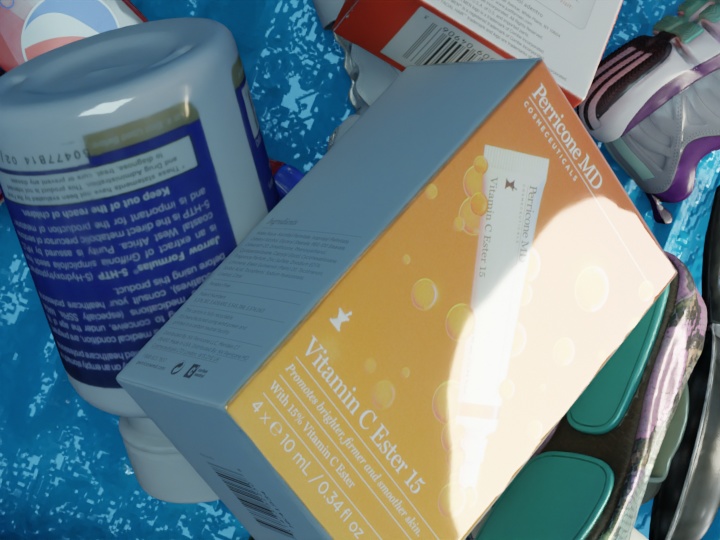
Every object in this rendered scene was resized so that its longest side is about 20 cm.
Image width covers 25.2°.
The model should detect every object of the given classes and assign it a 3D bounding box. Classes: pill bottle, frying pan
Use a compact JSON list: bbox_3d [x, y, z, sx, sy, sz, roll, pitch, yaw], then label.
[{"bbox_3d":[-0.089,-0.002,0.735,0.119,0.120,0.202,-15,112,0],"label":"pill bottle"},{"bbox_3d":[0.170,0.059,0.803,0.031,0.116,0.191,15,45,6],"label":"frying pan"}]

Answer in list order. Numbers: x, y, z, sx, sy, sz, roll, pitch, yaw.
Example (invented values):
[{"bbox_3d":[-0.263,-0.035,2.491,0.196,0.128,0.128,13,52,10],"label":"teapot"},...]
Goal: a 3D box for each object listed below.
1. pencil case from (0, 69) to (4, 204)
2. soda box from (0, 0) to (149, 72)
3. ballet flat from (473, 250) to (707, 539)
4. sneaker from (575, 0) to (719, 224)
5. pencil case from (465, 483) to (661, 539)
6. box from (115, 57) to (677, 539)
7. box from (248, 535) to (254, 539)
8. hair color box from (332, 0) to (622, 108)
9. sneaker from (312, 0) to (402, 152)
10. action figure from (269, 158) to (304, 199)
[{"bbox_3d":[-0.246,-0.024,0.801,0.200,0.091,0.094,-44,115,2],"label":"pencil case"},{"bbox_3d":[-0.164,-0.134,0.810,0.200,0.063,0.070,45,90,0],"label":"soda box"},{"bbox_3d":[0.111,0.089,0.724,0.071,0.069,0.201,38,71,-35],"label":"ballet flat"},{"bbox_3d":[0.208,-0.111,0.813,0.199,0.074,0.088,-35,108,6],"label":"sneaker"},{"bbox_3d":[0.051,0.108,0.772,0.199,0.078,0.090,-23,122,-18],"label":"pencil case"},{"bbox_3d":[0.019,0.022,0.678,0.200,0.097,0.125,-48,117,-21],"label":"box"},{"bbox_3d":[0.011,0.215,0.809,0.199,0.050,0.076,32,89,1],"label":"box"},{"bbox_3d":[0.077,-0.173,0.759,0.110,0.064,0.201,30,64,-11],"label":"hair color box"},{"bbox_3d":[0.002,-0.109,0.801,0.200,0.075,0.115,40,87,-2],"label":"sneaker"},{"bbox_3d":[0.000,0.000,0.792,0.199,0.052,0.066,27,133,9],"label":"action figure"}]
